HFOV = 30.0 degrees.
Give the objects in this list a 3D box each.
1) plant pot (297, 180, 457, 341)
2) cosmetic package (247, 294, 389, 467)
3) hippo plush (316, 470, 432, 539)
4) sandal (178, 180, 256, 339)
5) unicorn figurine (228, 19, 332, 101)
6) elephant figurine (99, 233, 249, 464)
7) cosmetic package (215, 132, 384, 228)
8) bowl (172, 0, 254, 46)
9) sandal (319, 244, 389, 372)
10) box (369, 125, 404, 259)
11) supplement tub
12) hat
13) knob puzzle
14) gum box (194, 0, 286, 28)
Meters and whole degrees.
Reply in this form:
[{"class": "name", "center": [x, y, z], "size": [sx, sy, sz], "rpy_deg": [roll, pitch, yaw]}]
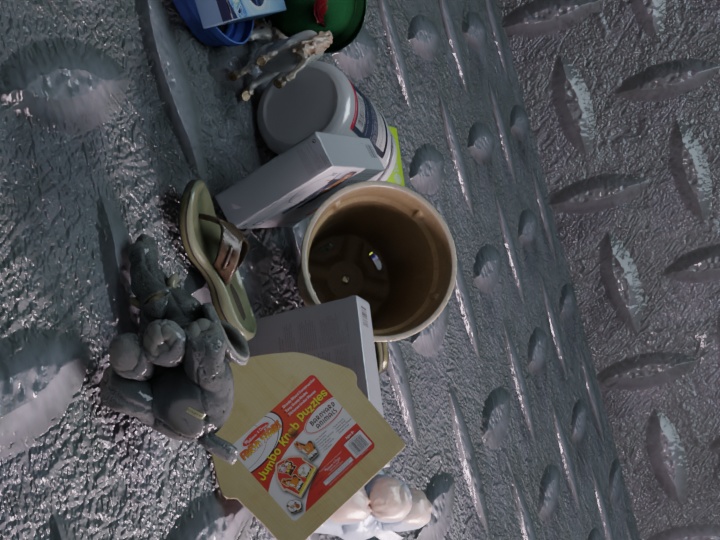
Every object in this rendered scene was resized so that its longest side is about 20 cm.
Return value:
[{"class": "plant pot", "center": [0.000, 0.000, 1.737], "size": [0.183, 0.200, 0.201], "rpy_deg": [153, -75, -73]}, {"class": "cosmetic package", "center": [-0.054, 0.143, 1.575], "size": [0.052, 0.151, 0.200], "rpy_deg": [37, 43, -65]}, {"class": "hippo plush", "center": [0.005, 0.245, 1.660], "size": [0.200, 0.159, 0.161], "rpy_deg": [42, 40, -58]}, {"class": "sandal", "center": [-0.151, -0.015, 1.528], "size": [0.080, 0.057, 0.201], "rpy_deg": [-68, 141, -59]}, {"class": "unicorn figurine", "center": [-0.111, -0.285, 1.764], "size": [0.137, 0.200, 0.074], "rpy_deg": [-47, 132, -35]}, {"class": "elephant figurine", "center": [-0.177, 0.072, 1.335], "size": [0.200, 0.141, 0.155], "rpy_deg": [-96, -164, -70]}, {"class": "cosmetic package", "center": [-0.071, -0.110, 1.672], "size": [0.052, 0.151, 0.200], "rpy_deg": [63, 19, 6]}, {"class": "bowl", "center": [-0.196, -0.379, 1.699], "size": [0.201, 0.039, 0.201], "rpy_deg": [-13, 90, -71]}, {"class": "sandal", "center": [-0.020, 0.056, 1.880], "size": [0.201, 0.057, 0.080], "rpy_deg": [60, -13, 3]}, {"class": "box", "center": [0.011, -0.101, 1.964], "size": [0.048, 0.122, 0.200], "rpy_deg": [11, 64, -42]}, {"class": "supplement tub", "center": [-0.042, -0.190, 1.850], "size": [0.200, 0.140, 0.140], "rpy_deg": [37, 43, -62]}, {"class": "hat", "center": [-0.093, -0.341, 1.792], "size": [0.176, 0.166, 0.200], "rpy_deg": [-61, 165, -48]}, {"class": "knob puzzle", "center": [-0.081, 0.179, 1.485], "size": [0.030, 0.219, 0.220], "rpy_deg": [139, -59, -75]}, {"class": "gum box", "center": [-0.166, -0.394, 1.666], "size": [0.200, 0.045, 0.170], "rpy_deg": [-44, 119, -69]}]
